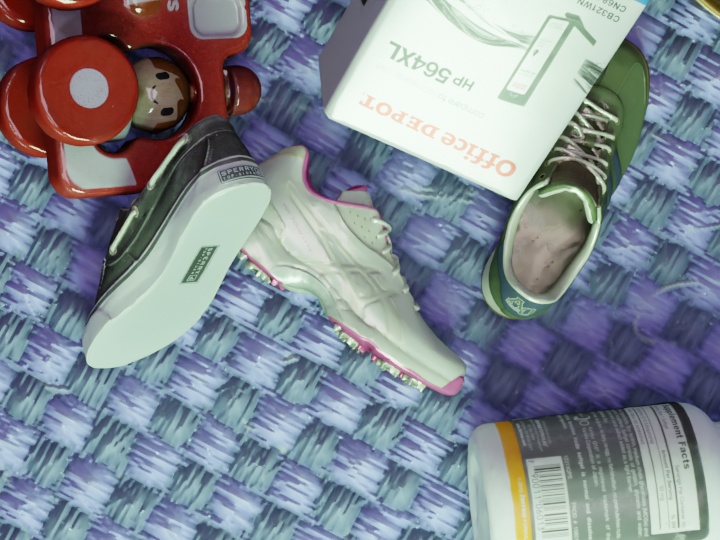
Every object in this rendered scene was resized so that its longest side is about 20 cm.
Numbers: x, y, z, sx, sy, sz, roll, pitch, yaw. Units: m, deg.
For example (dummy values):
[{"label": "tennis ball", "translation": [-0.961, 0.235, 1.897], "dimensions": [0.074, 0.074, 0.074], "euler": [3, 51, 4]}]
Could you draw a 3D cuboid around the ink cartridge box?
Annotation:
[{"label": "ink cartridge box", "translation": [0.082, -0.163, 1.103], "dimensions": [0.145, 0.085, 0.201], "euler": [22, 118, -17]}]

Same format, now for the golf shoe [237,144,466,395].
[{"label": "golf shoe", "translation": [0.000, 0.000, 1.163], "dimensions": [0.200, 0.075, 0.092], "euler": [39, 86, -6]}]

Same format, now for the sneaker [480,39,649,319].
[{"label": "sneaker", "translation": [0.141, -0.058, 1.159], "dimensions": [0.067, 0.090, 0.201], "euler": [24, 91, -4]}]

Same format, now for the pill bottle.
[{"label": "pill bottle", "translation": [0.174, 0.147, 1.159], "dimensions": [0.198, 0.116, 0.117], "euler": [-5, 93, -4]}]

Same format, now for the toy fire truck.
[{"label": "toy fire truck", "translation": [-0.143, -0.150, 1.136], "dimensions": [0.167, 0.112, 0.202], "euler": [-7, 91, -25]}]

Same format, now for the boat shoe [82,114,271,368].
[{"label": "boat shoe", "translation": [-0.123, -0.015, 1.131], "dimensions": [0.200, 0.070, 0.064], "euler": [-50, 56, 35]}]

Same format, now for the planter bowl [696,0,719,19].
[{"label": "planter bowl", "translation": [0.275, -0.245, 1.163], "dimensions": [0.199, 0.083, 0.202], "euler": [0, 92, -4]}]
